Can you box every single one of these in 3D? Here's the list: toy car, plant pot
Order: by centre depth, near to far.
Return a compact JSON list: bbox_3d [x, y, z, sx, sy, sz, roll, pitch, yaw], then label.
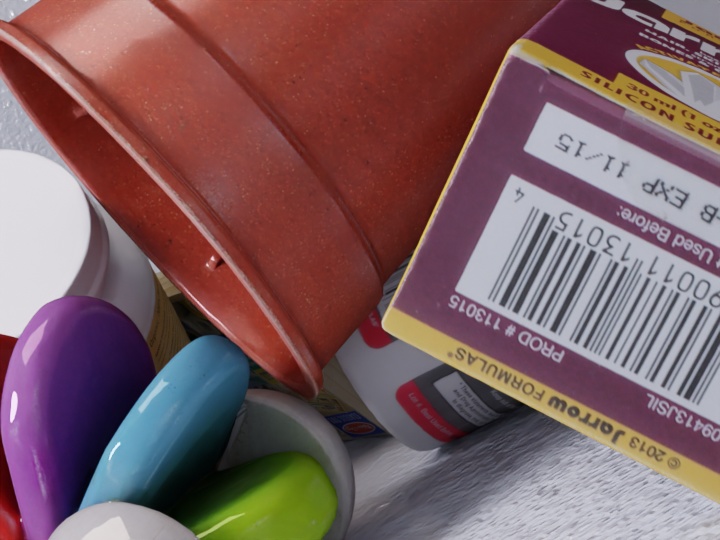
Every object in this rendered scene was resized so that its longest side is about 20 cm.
[{"bbox_3d":[-0.109,0.085,0.792,0.200,0.150,0.175,-13,12,28],"label":"toy car"},{"bbox_3d":[-0.018,-0.087,0.819,0.195,0.201,0.201,-43,8,-10],"label":"plant pot"}]

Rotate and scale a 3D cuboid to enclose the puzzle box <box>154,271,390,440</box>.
[{"bbox_3d":[-0.071,0.051,1.079,0.025,0.133,0.200,-61,17,-20],"label":"puzzle box"}]

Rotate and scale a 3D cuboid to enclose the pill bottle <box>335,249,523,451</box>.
[{"bbox_3d":[0.087,-0.009,0.890,0.200,0.111,0.111,-28,6,16],"label":"pill bottle"}]

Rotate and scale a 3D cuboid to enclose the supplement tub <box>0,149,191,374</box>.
[{"bbox_3d":[-0.153,0.052,0.960,0.144,0.200,0.145,-8,51,11],"label":"supplement tub"}]

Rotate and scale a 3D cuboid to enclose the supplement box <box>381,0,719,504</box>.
[{"bbox_3d":[0.102,-0.020,0.685,0.103,0.131,0.200,-65,-5,19],"label":"supplement box"}]

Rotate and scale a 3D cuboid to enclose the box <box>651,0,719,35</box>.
[{"bbox_3d":[0.127,-0.149,1.159,0.198,0.201,0.131,-2,-11,-34],"label":"box"}]
